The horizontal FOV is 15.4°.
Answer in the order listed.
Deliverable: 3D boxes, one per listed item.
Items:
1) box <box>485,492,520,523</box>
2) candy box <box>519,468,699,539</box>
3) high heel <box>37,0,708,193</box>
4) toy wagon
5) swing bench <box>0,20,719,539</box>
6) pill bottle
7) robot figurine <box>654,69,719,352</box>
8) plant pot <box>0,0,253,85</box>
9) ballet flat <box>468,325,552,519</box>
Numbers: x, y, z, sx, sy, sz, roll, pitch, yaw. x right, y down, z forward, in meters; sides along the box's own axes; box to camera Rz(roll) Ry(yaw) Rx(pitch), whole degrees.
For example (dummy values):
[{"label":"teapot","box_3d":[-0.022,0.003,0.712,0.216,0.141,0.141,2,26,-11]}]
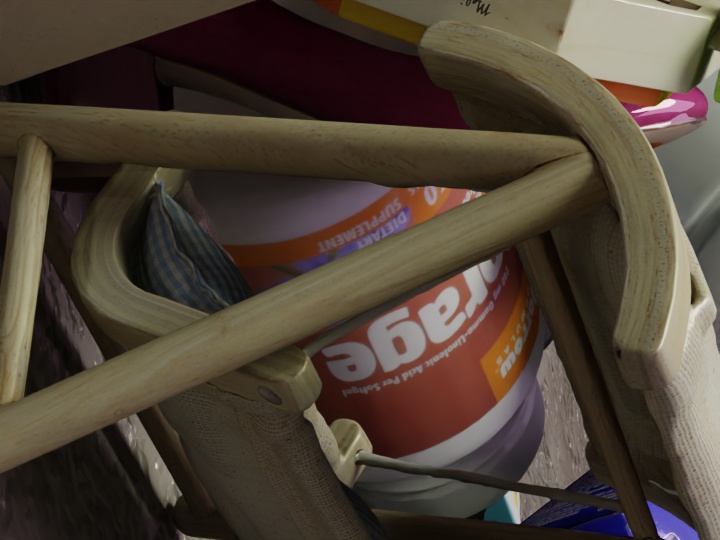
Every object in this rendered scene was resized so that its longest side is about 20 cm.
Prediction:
[{"label":"box","box_3d":[0.021,0.024,1.123,0.200,0.049,0.082,67,19,-45]},{"label":"candy box","box_3d":[0.154,0.126,0.954,0.200,0.077,0.169,-30,96,-47]},{"label":"high heel","box_3d":[0.000,-0.074,0.778,0.067,0.200,0.096,116,-27,-82]},{"label":"toy wagon","box_3d":[0.052,-0.091,0.776,0.200,0.155,0.040,-36,145,-71]},{"label":"swing bench","box_3d":[0.010,0.046,0.724,0.199,0.200,0.130,66,19,-47]},{"label":"pill bottle","box_3d":[0.000,0.000,0.909,0.200,0.112,0.112,64,20,-48]},{"label":"robot figurine","box_3d":[0.115,-0.036,0.920,0.170,0.113,0.200,-13,52,-49]},{"label":"plant pot","box_3d":[-0.060,-0.195,0.665,0.177,0.200,0.200,43,38,-51]},{"label":"ballet flat","box_3d":[0.037,0.032,1.045,0.066,0.057,0.200,25,81,-29]}]
